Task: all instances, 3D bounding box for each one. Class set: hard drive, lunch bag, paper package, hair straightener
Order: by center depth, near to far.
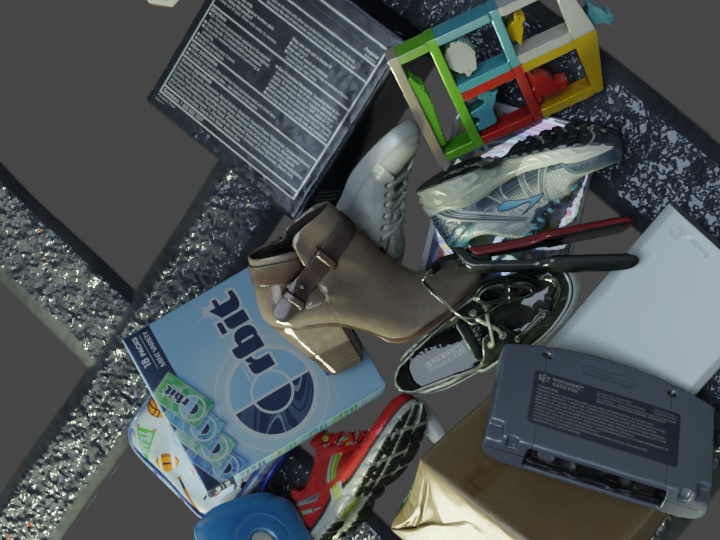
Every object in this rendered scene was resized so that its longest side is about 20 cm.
[{"bbox_3d":[0.160,0.200,1.338,0.190,0.200,0.104,35,134,19],"label":"paper package"},{"bbox_3d":[0.153,0.004,1.354,0.197,0.041,0.078,-8,76,-4],"label":"hair straightener"},{"bbox_3d":[0.268,0.057,1.383,0.132,0.026,0.201,43,110,14],"label":"hard drive"},{"bbox_3d":[-0.134,0.151,1.537,0.160,0.075,0.201,40,108,12],"label":"lunch bag"}]

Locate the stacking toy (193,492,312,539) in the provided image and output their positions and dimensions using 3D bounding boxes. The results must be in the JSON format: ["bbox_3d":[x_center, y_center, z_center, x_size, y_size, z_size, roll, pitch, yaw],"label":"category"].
[{"bbox_3d":[-0.126,0.323,1.529,0.110,0.115,0.201,59,144,27],"label":"stacking toy"}]

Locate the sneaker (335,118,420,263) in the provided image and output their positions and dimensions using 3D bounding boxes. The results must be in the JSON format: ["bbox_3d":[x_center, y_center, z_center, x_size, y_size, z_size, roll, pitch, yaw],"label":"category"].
[{"bbox_3d":[0.025,-0.058,1.434,0.085,0.073,0.201,42,137,11],"label":"sneaker"}]

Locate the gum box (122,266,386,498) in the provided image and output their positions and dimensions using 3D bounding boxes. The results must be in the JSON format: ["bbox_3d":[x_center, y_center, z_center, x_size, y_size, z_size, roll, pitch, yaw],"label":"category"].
[{"bbox_3d":[-0.101,0.092,1.453,0.199,0.045,0.171,-29,77,-9],"label":"gum box"}]

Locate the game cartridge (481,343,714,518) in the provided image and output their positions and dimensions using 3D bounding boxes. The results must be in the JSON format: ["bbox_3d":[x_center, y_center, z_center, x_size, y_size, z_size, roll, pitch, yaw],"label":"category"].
[{"bbox_3d":[0.210,0.133,1.319,0.198,0.134,0.042,17,127,2],"label":"game cartridge"}]

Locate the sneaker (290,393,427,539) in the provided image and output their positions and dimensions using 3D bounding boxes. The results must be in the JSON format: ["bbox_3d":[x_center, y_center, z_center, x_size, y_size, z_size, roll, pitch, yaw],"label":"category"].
[{"bbox_3d":[-0.011,0.183,1.477,0.085,0.077,0.201,50,123,23],"label":"sneaker"}]

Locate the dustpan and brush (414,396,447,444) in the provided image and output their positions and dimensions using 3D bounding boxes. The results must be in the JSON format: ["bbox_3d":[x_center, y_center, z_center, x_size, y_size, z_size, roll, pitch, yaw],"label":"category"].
[{"bbox_3d":[0.107,0.207,1.457,0.139,0.057,0.201,-38,86,9],"label":"dustpan and brush"}]

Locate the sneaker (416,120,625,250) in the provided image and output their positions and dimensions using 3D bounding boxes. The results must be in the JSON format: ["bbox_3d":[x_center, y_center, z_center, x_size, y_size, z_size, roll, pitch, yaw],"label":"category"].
[{"bbox_3d":[0.155,-0.073,1.386,0.198,0.078,0.087,-18,106,26],"label":"sneaker"}]

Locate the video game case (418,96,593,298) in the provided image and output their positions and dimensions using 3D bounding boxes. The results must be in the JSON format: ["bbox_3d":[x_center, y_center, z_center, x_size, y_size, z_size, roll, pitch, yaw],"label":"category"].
[{"bbox_3d":[0.138,-0.052,1.432,0.142,0.018,0.203,17,101,20],"label":"video game case"}]

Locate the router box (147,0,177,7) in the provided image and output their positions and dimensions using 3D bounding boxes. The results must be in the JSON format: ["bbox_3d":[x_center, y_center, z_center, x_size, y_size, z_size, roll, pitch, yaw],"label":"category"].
[{"bbox_3d":[-0.192,-0.402,1.524,0.200,0.049,0.180,-44,78,20],"label":"router box"}]

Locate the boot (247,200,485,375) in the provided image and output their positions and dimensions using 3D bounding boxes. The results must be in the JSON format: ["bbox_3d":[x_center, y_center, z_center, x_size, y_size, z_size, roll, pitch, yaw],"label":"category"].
[{"bbox_3d":[0.000,0.000,1.394,0.199,0.070,0.147,-32,111,-3],"label":"boot"}]

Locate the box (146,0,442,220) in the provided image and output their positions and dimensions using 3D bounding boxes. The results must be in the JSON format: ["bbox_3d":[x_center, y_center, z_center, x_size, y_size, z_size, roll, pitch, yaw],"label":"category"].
[{"bbox_3d":[-0.061,-0.187,1.447,0.199,0.123,0.199,39,108,14],"label":"box"}]

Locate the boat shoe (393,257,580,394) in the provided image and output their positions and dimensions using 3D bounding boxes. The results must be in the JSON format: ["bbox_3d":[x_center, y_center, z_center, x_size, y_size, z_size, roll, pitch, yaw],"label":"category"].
[{"bbox_3d":[0.117,0.059,1.407,0.199,0.064,0.071,-37,81,21],"label":"boat shoe"}]

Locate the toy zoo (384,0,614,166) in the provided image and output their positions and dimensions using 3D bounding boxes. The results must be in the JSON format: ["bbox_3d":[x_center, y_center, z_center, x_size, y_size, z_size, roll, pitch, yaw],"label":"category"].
[{"bbox_3d":[0.135,-0.186,1.357,0.198,0.021,0.132,-24,130,7],"label":"toy zoo"}]
